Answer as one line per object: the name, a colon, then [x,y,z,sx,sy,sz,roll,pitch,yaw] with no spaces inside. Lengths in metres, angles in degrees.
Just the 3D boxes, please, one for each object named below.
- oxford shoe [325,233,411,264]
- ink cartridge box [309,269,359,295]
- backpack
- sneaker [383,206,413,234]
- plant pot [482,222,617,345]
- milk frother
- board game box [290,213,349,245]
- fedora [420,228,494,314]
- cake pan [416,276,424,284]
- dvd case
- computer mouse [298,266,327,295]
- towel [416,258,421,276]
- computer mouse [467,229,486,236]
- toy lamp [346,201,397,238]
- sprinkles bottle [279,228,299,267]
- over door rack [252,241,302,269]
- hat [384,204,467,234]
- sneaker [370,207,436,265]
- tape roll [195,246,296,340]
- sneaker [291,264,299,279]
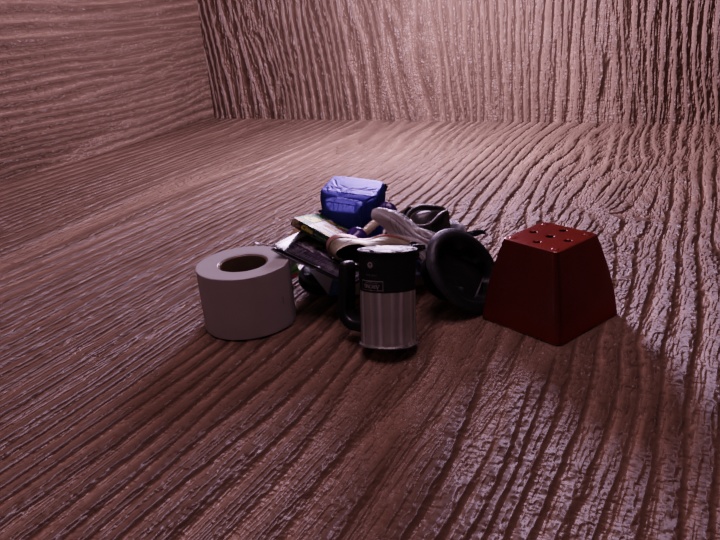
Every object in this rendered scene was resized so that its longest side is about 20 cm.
oxford shoe: [0.029,-0.035,1.576,0.200,0.071,0.074,-1,21,-13]
ink cartridge box: [0.000,0.000,1.686,0.200,0.067,0.116,1,29,-29]
backpack: [-0.031,-0.118,1.876,0.162,0.200,0.168,12,35,18]
sneaker: [0.155,-0.108,1.894,0.199,0.114,0.076,-5,52,-35]
plant pot: [0.383,0.011,1.488,0.200,0.176,0.200,-20,26,-35]
milk frother: [0.070,0.042,1.467,0.200,0.188,0.180,-6,10,-34]
board game box: [-0.085,-0.095,1.690,0.105,0.023,0.200,26,12,7]
fedora: [0.202,0.011,1.584,0.201,0.201,0.092,-23,-3,-38]
cake pan: [0.162,-0.015,1.789,0.200,0.037,0.200,-5,21,2]
dvd case: [-0.074,-0.029,1.602,0.200,0.016,0.149,26,26,17]
computer mouse: [-0.087,0.013,1.748,0.138,0.053,0.200,22,26,8]
towel: [0.185,-0.027,1.722,0.200,0.024,0.145,-4,31,-15]
computer mouse: [0.231,-0.080,1.856,0.200,0.034,0.059,-8,4,-20]
toy lamp: [0.021,-0.101,1.731,0.058,0.058,0.200,7,33,28]
sprinkles bottle: [-0.186,-0.027,1.731,0.200,0.068,0.068,-41,27,-2]
over door rack: [-0.214,-0.049,1.920,0.200,0.067,0.148,0,21,13]
hat: [0.159,-0.110,1.741,0.200,0.081,0.201,1,36,-1]
sneaker: [0.095,-0.070,1.658,0.200,0.099,0.078,33,9,23]
tape roll: [-0.245,0.045,1.589,0.203,0.139,0.203,-4,22,1]
sneaker: [-0.246,-0.010,1.817,0.200,0.077,0.084,0,26,10]
